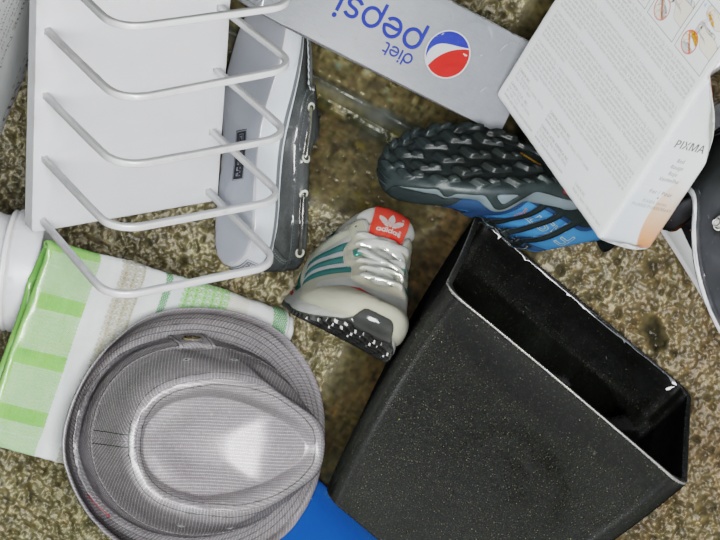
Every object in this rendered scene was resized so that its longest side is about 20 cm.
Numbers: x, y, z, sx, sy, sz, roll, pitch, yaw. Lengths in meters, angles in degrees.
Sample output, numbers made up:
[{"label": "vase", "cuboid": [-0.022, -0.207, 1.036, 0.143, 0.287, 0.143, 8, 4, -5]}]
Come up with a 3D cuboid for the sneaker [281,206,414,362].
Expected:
[{"label": "sneaker", "cuboid": [0.000, 0.000, 1.646, 0.070, 0.200, 0.094, 27, 89, -10]}]

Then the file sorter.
[{"label": "file sorter", "cuboid": [-0.127, -0.102, 1.587, 0.139, 0.125, 0.200, -11, 123, -28]}]

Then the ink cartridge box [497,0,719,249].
[{"label": "ink cartridge box", "cuboid": [0.183, -0.140, 1.578, 0.050, 0.162, 0.200, 13, 122, -38]}]

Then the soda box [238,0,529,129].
[{"label": "soda box", "cuboid": [0.018, -0.167, 1.660, 0.200, 0.063, 0.068, 24, 96, -24]}]

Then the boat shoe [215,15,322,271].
[{"label": "boat shoe", "cuboid": [-0.058, -0.096, 1.707, 0.057, 0.069, 0.201, 9, 88, -35]}]

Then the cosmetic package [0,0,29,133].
[{"label": "cosmetic package", "cuboid": [-0.310, -0.170, 1.630, 0.166, 0.200, 0.168, 23, 96, 0]}]

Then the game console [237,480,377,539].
[{"label": "game console", "cuboid": [-0.039, 0.278, 1.760, 0.200, 0.118, 0.171, 45, 63, -4]}]

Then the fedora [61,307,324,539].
[{"label": "fedora", "cuboid": [-0.095, 0.114, 1.650, 0.200, 0.090, 0.177, 11, 86, -26]}]

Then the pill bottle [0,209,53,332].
[{"label": "pill bottle", "cuboid": [-0.315, -0.010, 1.691, 0.199, 0.112, 0.113, 7, 96, 0]}]

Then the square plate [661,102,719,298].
[{"label": "square plate", "cuboid": [0.316, -0.041, 1.718, 0.198, 0.028, 0.200, -32, 94, 3]}]

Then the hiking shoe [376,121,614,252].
[{"label": "hiking shoe", "cuboid": [0.103, -0.046, 1.668, 0.199, 0.074, 0.087, 3, 130, -17]}]

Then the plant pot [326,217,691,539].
[{"label": "plant pot", "cuboid": [0.090, 0.111, 1.665, 0.199, 0.200, 0.177, 40, 108, -3]}]

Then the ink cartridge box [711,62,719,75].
[{"label": "ink cartridge box", "cuboid": [0.244, -0.180, 1.662, 0.200, 0.116, 0.067, -34, 94, 3]}]

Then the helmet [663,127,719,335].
[{"label": "helmet", "cuboid": [0.291, -0.020, 1.594, 0.200, 0.191, 0.201, -1, 95, -18]}]

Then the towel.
[{"label": "towel", "cuboid": [-0.154, 0.071, 1.693, 0.200, 0.031, 0.150, 19, 93, -31]}]
